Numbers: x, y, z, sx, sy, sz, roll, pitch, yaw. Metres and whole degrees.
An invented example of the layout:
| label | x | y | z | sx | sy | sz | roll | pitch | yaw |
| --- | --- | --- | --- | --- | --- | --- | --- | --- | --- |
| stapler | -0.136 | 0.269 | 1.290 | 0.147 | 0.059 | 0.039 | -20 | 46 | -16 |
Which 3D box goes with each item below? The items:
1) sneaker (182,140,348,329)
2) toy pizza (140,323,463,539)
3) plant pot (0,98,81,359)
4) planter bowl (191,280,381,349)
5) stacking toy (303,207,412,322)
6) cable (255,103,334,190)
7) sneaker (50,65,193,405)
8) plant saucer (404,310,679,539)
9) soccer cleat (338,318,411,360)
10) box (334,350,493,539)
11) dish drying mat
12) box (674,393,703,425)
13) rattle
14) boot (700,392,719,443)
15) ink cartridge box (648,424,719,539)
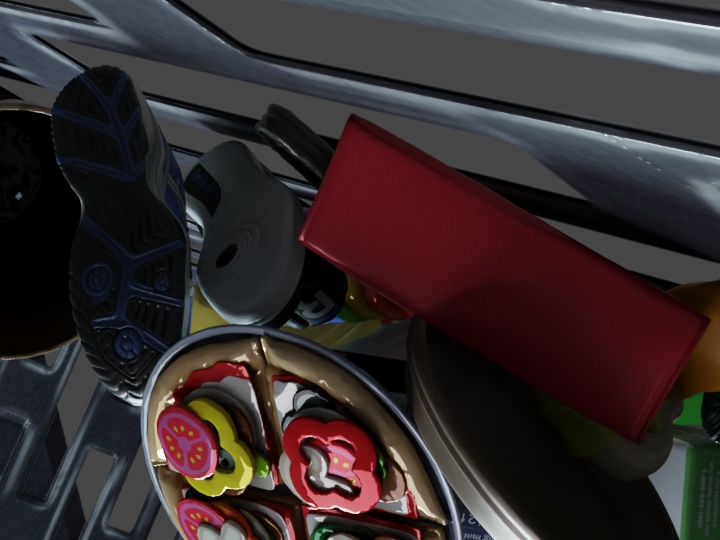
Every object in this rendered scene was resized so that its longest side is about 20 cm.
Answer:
| label | x | y | z | sx | sy | sz | roll | pitch | yaw |
| --- | --- | --- | --- | --- | --- | --- | --- | --- | --- |
| sneaker | -0.041 | 0.001 | 1.011 | 0.112 | 0.073 | 0.200 | 48 | -172 | -28 |
| toy pizza | -0.038 | 0.120 | 0.895 | 0.198 | 0.032 | 0.202 | 17 | 127 | 24 |
| plant pot | -0.276 | -0.055 | 1.310 | 0.186 | 0.188 | 0.200 | 26 | -172 | -22 |
| planter bowl | -0.065 | 0.025 | 1.297 | 0.199 | 0.200 | 0.084 | 15 | 134 | 51 |
| stacking toy | 0.000 | 0.000 | 1.139 | 0.085 | 0.086 | 0.199 | 28 | 165 | -36 |
| cable | -0.006 | -0.027 | 0.960 | 0.097 | 0.050 | 0.200 | 44 | -177 | 21 |
| sneaker | -0.124 | -0.018 | 0.983 | 0.075 | 0.202 | 0.077 | -15 | 157 | 15 |
| plant saucer | 0.091 | 0.098 | 0.879 | 0.200 | 0.029 | 0.201 | 40 | -160 | -18 |
| soccer cleat | 0.027 | 0.071 | 1.151 | 0.069 | 0.198 | 0.078 | 13 | 125 | 67 |
| box | 0.018 | 0.170 | 1.040 | 0.197 | 0.200 | 0.124 | 8 | -146 | 3 |
| dish drying mat | 0.066 | 0.004 | 0.835 | 0.199 | 0.077 | 0.018 | 31 | -152 | 10 |
| box | 0.227 | 0.126 | 1.226 | 0.198 | 0.098 | 0.177 | 22 | 171 | 5 |
| rattle | 0.175 | 0.031 | 0.928 | 0.199 | 0.143 | 0.131 | 8 | -137 | -57 |
| boot | 0.297 | 0.095 | 0.906 | 0.198 | 0.066 | 0.165 | 20 | 176 | -11 |
| ink cartridge box | 0.248 | 0.170 | 1.024 | 0.198 | 0.147 | 0.084 | 4 | -179 | -27 |
